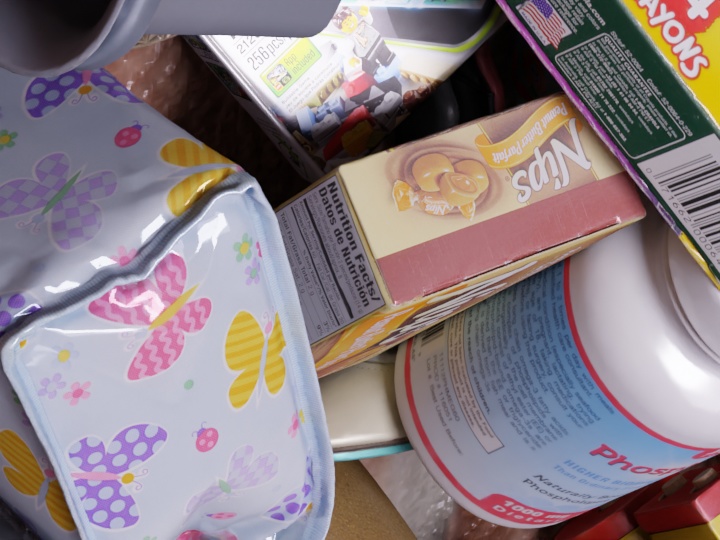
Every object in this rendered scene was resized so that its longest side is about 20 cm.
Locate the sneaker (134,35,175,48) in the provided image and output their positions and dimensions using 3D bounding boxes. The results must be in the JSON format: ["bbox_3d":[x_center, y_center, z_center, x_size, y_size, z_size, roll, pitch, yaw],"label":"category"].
[{"bbox_3d":[-0.036,-0.159,0.956,0.200,0.076,0.071,-43,157,-11],"label":"sneaker"}]

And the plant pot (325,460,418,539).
[{"bbox_3d":[-0.016,0.190,1.150,0.186,0.200,0.187,-24,135,-27],"label":"plant pot"}]

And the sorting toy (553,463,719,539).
[{"bbox_3d":[0.109,0.155,1.274,0.200,0.070,0.199,-37,-178,-19],"label":"sorting toy"}]

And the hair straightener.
[{"bbox_3d":[0.022,-0.079,1.097,0.077,0.041,0.201,-26,135,-28],"label":"hair straightener"}]

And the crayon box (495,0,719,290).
[{"bbox_3d":[0.130,-0.122,0.978,0.200,0.058,0.173,51,58,-11],"label":"crayon box"}]

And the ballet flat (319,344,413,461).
[{"bbox_3d":[0.039,0.038,1.198,0.199,0.069,0.070,-4,123,-44],"label":"ballet flat"}]

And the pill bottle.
[{"bbox_3d":[0.105,0.024,1.078,0.108,0.109,0.200,-17,171,-34],"label":"pill bottle"}]

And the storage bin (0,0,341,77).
[{"bbox_3d":[-0.081,-0.153,0.836,0.134,0.200,0.146,1,120,-56],"label":"storage bin"}]

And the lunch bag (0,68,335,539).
[{"bbox_3d":[-0.102,0.030,0.963,0.127,0.169,0.201,-35,139,-19],"label":"lunch bag"}]

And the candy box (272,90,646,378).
[{"bbox_3d":[0.000,0.000,1.036,0.115,0.056,0.200,-20,174,-33],"label":"candy box"}]

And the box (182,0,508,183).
[{"bbox_3d":[0.022,-0.137,1.018,0.200,0.035,0.110,-44,111,-7],"label":"box"}]

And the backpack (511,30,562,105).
[{"bbox_3d":[0.166,-0.090,1.138,0.199,0.151,0.178,-12,144,-19],"label":"backpack"}]
